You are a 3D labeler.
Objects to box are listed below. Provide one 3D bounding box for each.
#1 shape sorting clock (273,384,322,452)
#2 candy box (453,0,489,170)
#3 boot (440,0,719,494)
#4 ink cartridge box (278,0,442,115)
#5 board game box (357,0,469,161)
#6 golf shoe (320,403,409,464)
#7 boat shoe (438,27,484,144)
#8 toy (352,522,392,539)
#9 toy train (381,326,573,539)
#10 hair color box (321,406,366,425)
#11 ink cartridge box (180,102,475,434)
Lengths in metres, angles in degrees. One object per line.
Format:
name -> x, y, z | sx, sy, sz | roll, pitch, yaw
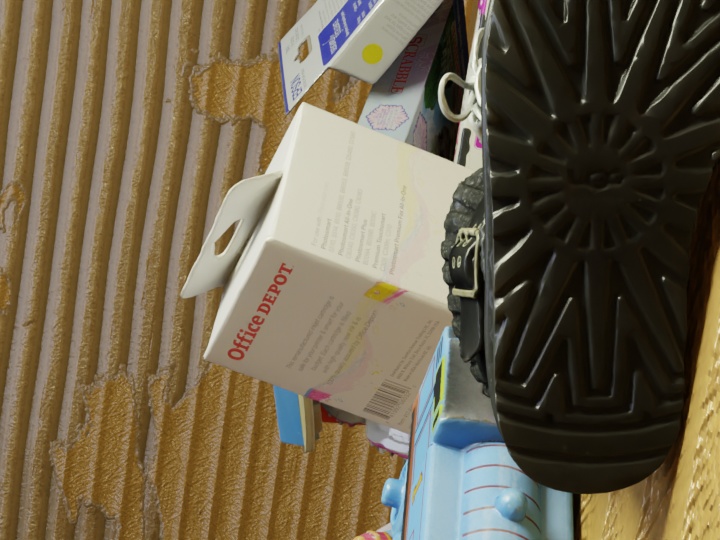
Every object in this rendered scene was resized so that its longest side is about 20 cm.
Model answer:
shape sorting clock -> -0.051, 0.035, 1.023 | 0.200, 0.039, 0.201 | 174, 90, -87
candy box -> 0.103, -0.127, 0.969 | 0.136, 0.061, 0.201 | -71, -11, -75
boot -> 0.074, -0.036, 0.493 | 0.158, 0.079, 0.212 | -76, -6, -81
ink cartridge box -> 0.018, -0.208, 1.015 | 0.200, 0.047, 0.198 | -50, 19, 16
board game box -> 0.048, -0.086, 1.057 | 0.201, 0.041, 0.200 | 79, -158, -44
golf shoe -> 0.034, 0.080, 0.969 | 0.200, 0.075, 0.092 | 22, 107, 55
boat shoe -> 0.080, -0.086, 0.656 | 0.202, 0.086, 0.075 | 97, -178, -75
toy -> 0.014, 0.211, 0.927 | 0.200, 0.047, 0.116 | -36, 36, 45
toy train -> 0.051, 0.123, 0.606 | 0.200, 0.086, 0.115 | -80, 4, -51
hair color box -> 0.000, 0.012, 1.101 | 0.102, 0.061, 0.201 | -42, -47, -69
ink cartridge box -> 0.000, 0.000, 0.861 | 0.129, 0.199, 0.126 | 123, 164, -45
